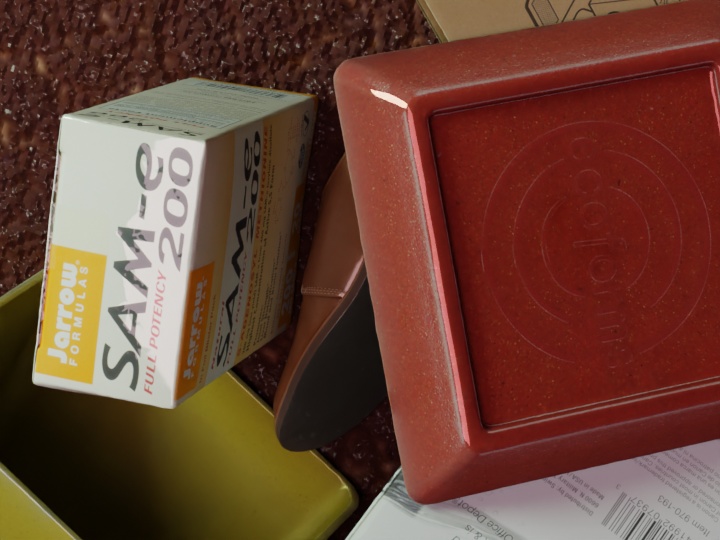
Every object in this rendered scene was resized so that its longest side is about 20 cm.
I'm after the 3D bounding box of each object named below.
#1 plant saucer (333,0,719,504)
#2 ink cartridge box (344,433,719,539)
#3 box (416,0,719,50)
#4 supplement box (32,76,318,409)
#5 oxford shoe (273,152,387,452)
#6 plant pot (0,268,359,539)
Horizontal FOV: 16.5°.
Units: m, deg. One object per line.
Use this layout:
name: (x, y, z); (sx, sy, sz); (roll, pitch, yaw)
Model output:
plant saucer: (0.102, -0.011, 1.109); (0.199, 0.037, 0.201); (-11, 93, -17)
ink cartridge box: (0.073, 0.141, 1.144); (0.145, 0.083, 0.200); (36, 65, 6)
box: (0.126, -0.146, 1.138); (0.199, 0.021, 0.164); (-35, 115, -6)
supplement box: (-0.084, -0.019, 1.197); (0.073, 0.200, 0.127); (10, 103, 12)
oxford shoe: (0.000, 0.000, 1.260); (0.071, 0.071, 0.201); (43, 117, 39)
plant pot: (-0.155, 0.139, 1.257); (0.200, 0.200, 0.177); (43, 118, 4)
